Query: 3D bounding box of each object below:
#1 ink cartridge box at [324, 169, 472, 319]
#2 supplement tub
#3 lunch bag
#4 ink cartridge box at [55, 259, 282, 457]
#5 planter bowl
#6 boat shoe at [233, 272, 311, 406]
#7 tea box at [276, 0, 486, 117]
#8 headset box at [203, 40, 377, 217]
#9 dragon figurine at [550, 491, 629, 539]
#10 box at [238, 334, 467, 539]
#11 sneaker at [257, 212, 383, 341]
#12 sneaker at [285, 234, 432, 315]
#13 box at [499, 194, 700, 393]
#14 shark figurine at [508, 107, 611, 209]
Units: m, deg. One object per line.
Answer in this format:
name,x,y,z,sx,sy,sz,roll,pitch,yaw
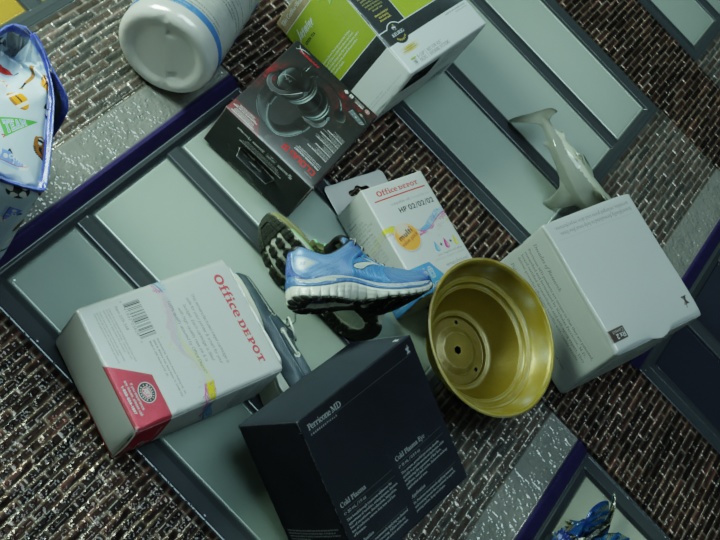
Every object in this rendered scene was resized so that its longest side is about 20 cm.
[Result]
ink cartridge box,0.052,-0.052,1.651,0.114,0.068,0.201,-21,75,-40
supplement tub,-0.209,-0.333,1.611,0.131,0.132,0.201,34,50,-10
lunch bag,-0.389,-0.137,1.343,0.123,0.170,0.202,15,54,-28
ink cartridge box,-0.206,0.093,1.381,0.199,0.086,0.149,-19,73,-41
planter bowl,0.143,0.093,1.602,0.198,0.083,0.203,12,67,-31
boat shoe,-0.098,0.089,1.461,0.061,0.075,0.202,-22,77,-38
tea box,0.030,-0.345,1.773,0.197,0.134,0.200,50,48,2
headset box,-0.092,-0.178,1.629,0.149,0.077,0.200,43,47,-4
dragon figurine,0.286,0.321,1.555,0.199,0.099,0.059,-20,74,-40
box,-0.004,0.199,1.398,0.199,0.103,0.184,-33,106,-42
sneaker,-0.044,-0.003,1.566,0.200,0.077,0.089,45,38,-11
sneaker,0.000,0.000,1.486,0.198,0.078,0.090,3,69,-35
box,0.321,0.030,1.737,0.197,0.131,0.202,-18,74,-40
shark figurine,0.294,-0.141,1.866,0.216,0.089,0.128,54,14,-4
